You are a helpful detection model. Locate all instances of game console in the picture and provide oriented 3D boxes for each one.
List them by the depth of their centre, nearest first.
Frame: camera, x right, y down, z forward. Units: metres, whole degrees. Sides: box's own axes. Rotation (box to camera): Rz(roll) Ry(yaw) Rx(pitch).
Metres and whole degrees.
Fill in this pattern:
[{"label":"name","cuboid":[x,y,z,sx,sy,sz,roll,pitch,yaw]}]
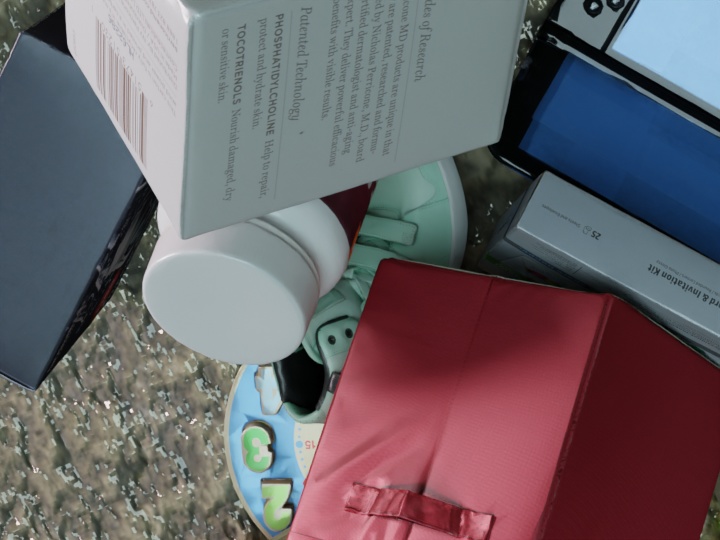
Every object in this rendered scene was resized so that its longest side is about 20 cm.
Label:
[{"label":"game console","cuboid":[0.202,-0.108,1.415,0.200,0.118,0.171,29,109,-1]}]

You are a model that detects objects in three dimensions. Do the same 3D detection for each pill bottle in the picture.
[{"label":"pill bottle","cuboid":[-0.050,-0.051,1.377,0.114,0.200,0.114,12,141,10]}]

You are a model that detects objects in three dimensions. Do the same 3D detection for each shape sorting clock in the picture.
[{"label":"shape sorting clock","cuboid":[0.008,0.112,1.555,0.199,0.039,0.201,3,107,8]}]

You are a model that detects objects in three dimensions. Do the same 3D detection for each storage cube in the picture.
[{"label":"storage cube","cuboid":[0.094,0.111,1.388,0.171,0.200,0.180,9,75,39]}]

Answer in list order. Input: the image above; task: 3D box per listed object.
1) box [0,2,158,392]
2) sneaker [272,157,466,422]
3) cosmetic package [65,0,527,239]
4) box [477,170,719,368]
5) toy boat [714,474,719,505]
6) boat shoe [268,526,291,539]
[{"label":"box","cuboid":[-0.179,-0.057,1.459,0.104,0.182,0.200,29,110,0]},{"label":"sneaker","cuboid":[0.000,0.000,1.456,0.074,0.118,0.201,5,93,39]},{"label":"cosmetic package","cuboid":[-0.038,-0.152,1.276,0.200,0.167,0.167,-19,143,-21]},{"label":"box","cuboid":[0.155,0.007,1.418,0.156,0.200,0.041,29,84,-1]},{"label":"toy boat","cuboid":[0.301,0.082,1.466,0.130,0.131,0.200,15,111,-21]},{"label":"boat shoe","cuboid":[-0.023,0.204,1.542,0.200,0.075,0.068,-17,126,15]}]
